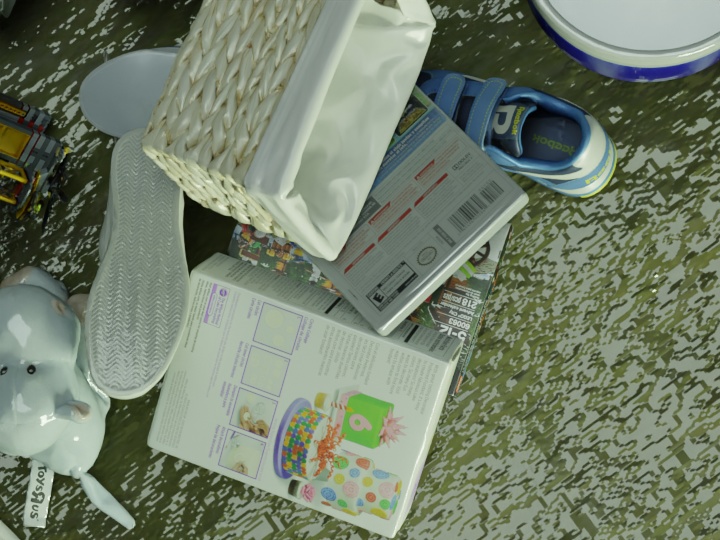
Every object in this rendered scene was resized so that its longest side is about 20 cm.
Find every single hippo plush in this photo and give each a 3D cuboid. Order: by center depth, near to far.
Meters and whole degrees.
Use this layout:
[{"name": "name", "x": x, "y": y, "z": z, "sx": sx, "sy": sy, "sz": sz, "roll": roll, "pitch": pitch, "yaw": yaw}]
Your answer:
[{"name": "hippo plush", "x": -0.258, "y": 0.088, "z": 1.293, "sx": 0.159, "sy": 0.161, "sz": 0.201, "roll": -1, "pitch": 82, "yaw": 7}]

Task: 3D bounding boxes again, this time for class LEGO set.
[{"name": "LEGO set", "x": -0.282, "y": -0.054, "z": 1.326, "sx": 0.116, "sy": 0.200, "sz": 0.154, "roll": 22, "pitch": 101, "yaw": -30}]

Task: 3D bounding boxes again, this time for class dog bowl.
[{"name": "dog bowl", "x": 0.216, "y": -0.245, "z": 1.321, "sx": 0.199, "sy": 0.079, "sz": 0.201, "roll": -1, "pitch": 83, "yaw": 7}]

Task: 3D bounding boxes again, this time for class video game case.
[{"name": "video game case", "x": 0.003, "y": -0.070, "z": 1.275, "sx": 0.143, "sy": 0.018, "sz": 0.200, "roll": -43, "pitch": 67, "yaw": -1}]

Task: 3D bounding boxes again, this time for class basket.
[{"name": "basket", "x": -0.050, "y": -0.129, "z": 1.226, "sx": 0.123, "sy": 0.136, "sz": 0.200, "roll": 17, "pitch": 77, "yaw": 22}]

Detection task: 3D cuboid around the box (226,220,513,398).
[{"name": "box", "x": 0.000, "y": 0.000, "z": 1.335, "sx": 0.199, "sy": 0.038, "sz": 0.137, "roll": 18, "pitch": 85, "yaw": 9}]

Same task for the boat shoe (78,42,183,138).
[{"name": "boat shoe", "x": -0.114, "y": -0.143, "z": 1.356, "sx": 0.199, "sy": 0.065, "sz": 0.074, "roll": -6, "pitch": 101, "yaw": 0}]

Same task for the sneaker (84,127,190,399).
[{"name": "sneaker", "x": -0.160, "y": 0.010, "z": 1.290, "sx": 0.073, "sy": 0.116, "sz": 0.201, "roll": 7, "pitch": 68, "yaw": -6}]

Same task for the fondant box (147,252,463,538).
[{"name": "fondant box", "x": -0.042, "y": 0.090, "z": 1.294, "sx": 0.199, "sy": 0.058, "sz": 0.145, "roll": 20, "pitch": 108, "yaw": 10}]

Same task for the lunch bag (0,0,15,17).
[{"name": "lunch bag", "x": -0.310, "y": -0.296, "z": 1.375, "sx": 0.200, "sy": 0.118, "sz": 0.164, "roll": 36, "pitch": 87, "yaw": 15}]

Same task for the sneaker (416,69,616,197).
[{"name": "sneaker", "x": 0.093, "y": -0.111, "z": 1.317, "sx": 0.199, "sy": 0.082, "sz": 0.074, "roll": 12, "pitch": 85, "yaw": 11}]

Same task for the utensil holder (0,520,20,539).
[{"name": "utensil holder", "x": -0.332, "y": 0.281, "z": 1.275, "sx": 0.200, "sy": 0.170, "sz": 0.170, "roll": -40, "pitch": 80, "yaw": 2}]

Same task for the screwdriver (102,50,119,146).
[{"name": "screwdriver", "x": -0.183, "y": -0.074, "z": 1.375, "sx": 0.029, "sy": 0.028, "sz": 0.201, "roll": 0, "pitch": 80, "yaw": -24}]
